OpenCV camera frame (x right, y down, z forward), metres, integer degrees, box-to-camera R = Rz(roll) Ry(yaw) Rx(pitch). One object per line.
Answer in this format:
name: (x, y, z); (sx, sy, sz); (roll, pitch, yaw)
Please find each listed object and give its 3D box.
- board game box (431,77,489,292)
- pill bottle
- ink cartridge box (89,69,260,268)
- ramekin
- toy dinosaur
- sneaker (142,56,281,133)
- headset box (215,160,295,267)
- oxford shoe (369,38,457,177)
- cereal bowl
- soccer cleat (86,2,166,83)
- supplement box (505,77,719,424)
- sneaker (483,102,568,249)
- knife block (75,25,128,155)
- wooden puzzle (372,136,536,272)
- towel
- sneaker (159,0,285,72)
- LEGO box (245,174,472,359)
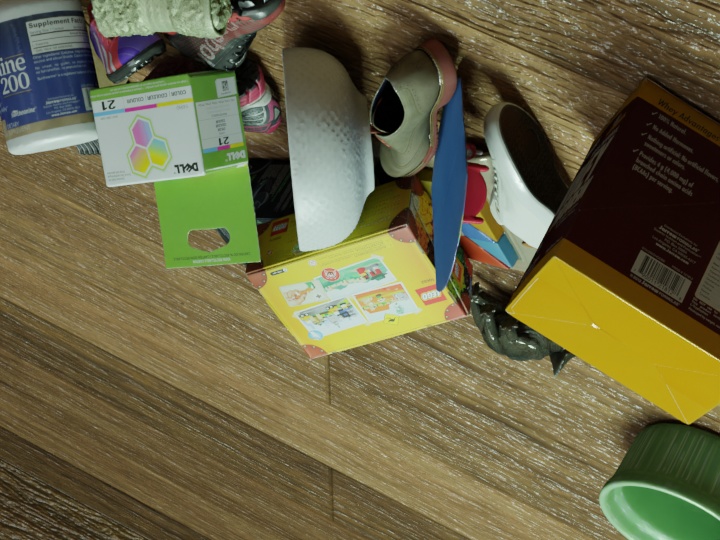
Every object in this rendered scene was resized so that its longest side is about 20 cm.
board game box: (0.101, -0.081, 1.486); (0.038, 0.202, 0.159); (5, 140, -7)
pill bottle: (-0.343, -0.232, 1.680); (0.110, 0.110, 0.203); (-8, 94, 54)
ink cartridge box: (-0.190, -0.099, 1.631); (0.146, 0.075, 0.203); (-4, 98, 37)
ramekin: (0.392, 0.270, 1.861); (0.198, 0.098, 0.201); (25, 153, 14)
toy dinosaur: (0.171, 0.069, 1.779); (0.198, 0.077, 0.103); (8, 139, 35)
sneaker: (-0.175, -0.180, 1.715); (0.198, 0.081, 0.075); (9, 149, 39)
headset box: (-0.049, -0.038, 1.812); (0.199, 0.093, 0.174); (3, 142, 45)
oxford shoe: (0.034, -0.148, 1.523); (0.071, 0.074, 0.201); (54, 157, 21)
cereal bowl: (-0.031, -0.123, 1.562); (0.082, 0.202, 0.201); (-5, 150, -1)
soccer cleat: (-0.253, -0.245, 1.642); (0.074, 0.068, 0.200); (59, 173, -18)
supplement box: (0.268, -0.016, 1.372); (0.196, 0.201, 0.133); (31, 155, 0)
sneaker: (0.148, -0.082, 1.526); (0.084, 0.073, 0.201); (-1, 141, 33)
knife block: (-0.315, -0.230, 1.822); (0.063, 0.203, 0.174); (4, -172, 42)
wooden puzzle: (0.094, -0.064, 1.670); (0.198, 0.037, 0.186); (9, 146, 39)
towel: (-0.194, -0.310, 1.426); (0.147, 0.036, 0.202); (3, 113, 21)
sneaker: (-0.128, -0.247, 1.554); (0.199, 0.071, 0.098); (1, 141, 50)
LEGO box: (0.000, 0.000, 1.676); (0.198, 0.078, 0.149); (-16, 132, 23)
